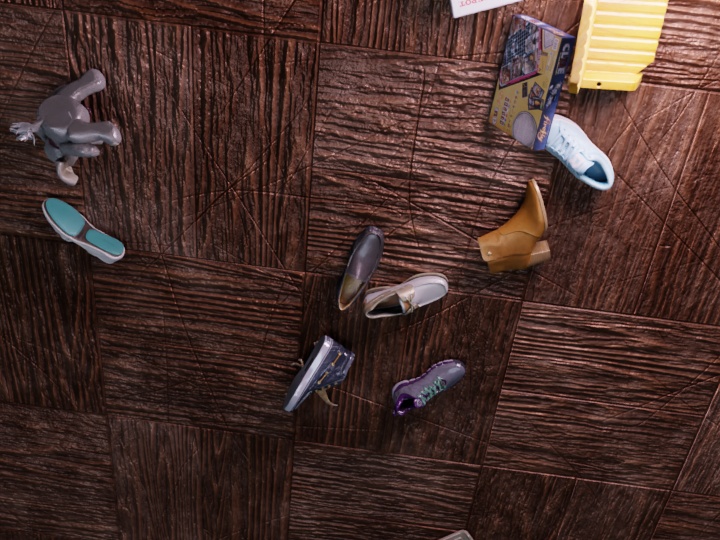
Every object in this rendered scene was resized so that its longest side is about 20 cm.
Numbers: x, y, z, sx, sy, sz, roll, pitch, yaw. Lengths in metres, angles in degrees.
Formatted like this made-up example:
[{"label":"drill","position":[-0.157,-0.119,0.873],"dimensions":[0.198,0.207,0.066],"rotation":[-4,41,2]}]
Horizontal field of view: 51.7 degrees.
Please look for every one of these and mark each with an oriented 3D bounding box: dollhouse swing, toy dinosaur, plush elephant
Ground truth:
[{"label":"dollhouse swing","position":[0.442,-0.401,1.264],"dimensions":[0.178,0.177,0.203],"rotation":[5,120,2]},{"label":"toy dinosaur","position":[-0.111,0.267,1.777],"dimensions":[0.099,0.059,0.203],"rotation":[-5,120,7]},{"label":"plush elephant","position":[-0.569,-0.265,1.462],"dimensions":[0.197,0.155,0.167],"rotation":[-24,76,-17]}]

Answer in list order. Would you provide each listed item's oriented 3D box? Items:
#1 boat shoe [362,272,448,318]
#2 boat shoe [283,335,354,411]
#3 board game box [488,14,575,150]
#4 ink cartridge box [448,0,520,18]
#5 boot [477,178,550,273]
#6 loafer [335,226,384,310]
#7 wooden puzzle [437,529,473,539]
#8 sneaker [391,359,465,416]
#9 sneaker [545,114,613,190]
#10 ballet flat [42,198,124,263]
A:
[{"label":"boat shoe","position":[0.100,0.064,1.631],"dimensions":[0.197,0.069,0.076],"rotation":[-17,118,15]},{"label":"boat shoe","position":[-0.096,0.255,1.716],"dimensions":[0.090,0.071,0.202],"rotation":[30,100,-16]},{"label":"board game box","position":[0.304,-0.339,1.339],"dimensions":[0.034,0.136,0.203],"rotation":[-10,127,-28]},{"label":"ink cartridge box","position":[0.204,-0.548,1.251],"dimensions":[0.141,0.084,0.203],"rotation":[-11,120,11]},{"label":"boot","position":[0.309,-0.083,1.523],"dimensions":[0.141,0.071,0.204],"rotation":[-11,124,8]},{"label":"loafer","position":[0.000,0.000,1.600],"dimensions":[0.072,0.073,0.202],"rotation":[19,120,-5]},{"label":"wooden puzzle","position":[0.255,0.827,2.082],"dimensions":[0.198,0.047,0.186],"rotation":[-26,115,19]},{"label":"sneaker","position":[0.163,0.284,1.745],"dimensions":[0.198,0.088,0.075],"rotation":[-30,114,21]},{"label":"sneaker","position":[0.414,-0.226,1.423],"dimensions":[0.198,0.082,0.074],"rotation":[31,118,-13]},{"label":"ballet flat","position":[-0.611,-0.077,1.622],"dimensions":[0.199,0.070,0.070],"rotation":[35,118,-16]}]
